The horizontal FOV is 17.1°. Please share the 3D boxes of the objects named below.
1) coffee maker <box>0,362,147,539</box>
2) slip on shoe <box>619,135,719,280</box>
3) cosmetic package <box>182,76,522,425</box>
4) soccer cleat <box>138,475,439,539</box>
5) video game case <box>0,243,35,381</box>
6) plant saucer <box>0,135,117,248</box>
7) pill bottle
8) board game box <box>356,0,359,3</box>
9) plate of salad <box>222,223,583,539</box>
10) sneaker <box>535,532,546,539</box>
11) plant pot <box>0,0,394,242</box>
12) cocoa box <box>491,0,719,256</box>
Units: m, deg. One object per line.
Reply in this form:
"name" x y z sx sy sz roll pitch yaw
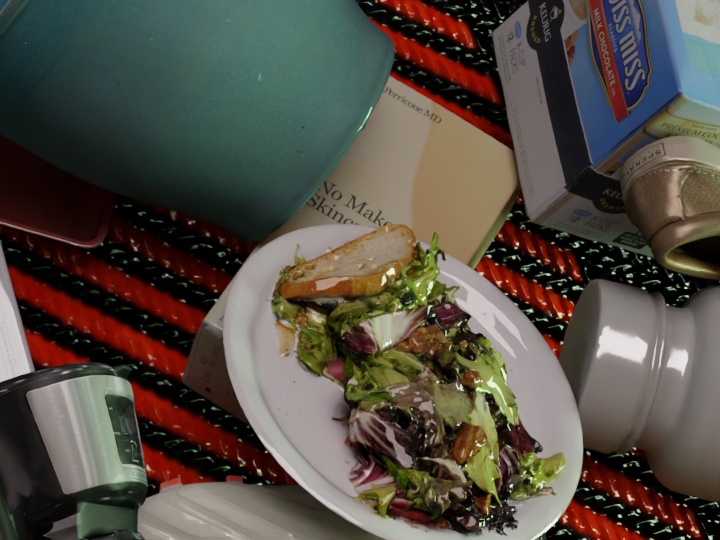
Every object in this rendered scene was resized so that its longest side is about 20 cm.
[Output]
"coffee maker" -0.165 0.162 1.083 0.192 0.135 0.200 -18 75 -17
"slip on shoe" 0.222 -0.013 1.267 0.200 0.076 0.061 20 45 -37
"cosmetic package" 0.000 0.000 1.291 0.105 0.071 0.200 30 56 4
"soccer cleat" -0.045 0.140 1.169 0.199 0.069 0.078 -10 39 -2
"video game case" -0.253 0.066 1.193 0.182 0.023 0.201 -12 69 -15
"plant saucer" -0.219 -0.109 1.323 0.199 0.037 0.200 16 56 -6
"pill bottle" 0.209 0.070 1.277 0.199 0.114 0.115 14 56 -6
"board game box" -0.054 -0.214 1.332 0.047 0.200 0.151 -28 69 -27
"plate of salad" 0.027 0.050 1.179 0.200 0.048 0.200 19 44 -19
"sneaker" 0.035 0.166 1.203 0.088 0.077 0.200 23 52 12
"plant pot" -0.093 -0.120 1.239 0.188 0.200 0.200 36 54 -17
"cocoa box" 0.196 -0.091 1.324 0.200 0.131 0.134 15 52 -33
